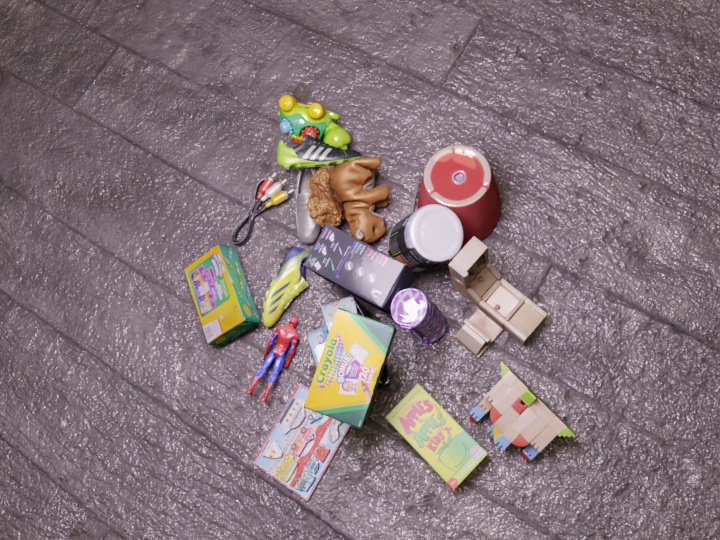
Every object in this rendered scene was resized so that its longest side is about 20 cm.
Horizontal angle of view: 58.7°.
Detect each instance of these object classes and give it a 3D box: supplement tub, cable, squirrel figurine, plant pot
[{"bbox_3d":[0.129,-0.063,1.365,0.122,0.200,0.123,2,84,-14],"label":"supplement tub"},{"bbox_3d":[-0.257,-0.156,1.559,0.200,0.050,0.097,-44,70,-6],"label":"cable"},{"bbox_3d":[-0.028,-0.149,1.473,0.199,0.142,0.188,-7,89,-9],"label":"squirrel figurine"},{"bbox_3d":[0.216,-0.172,1.411,0.199,0.177,0.202,-3,73,9],"label":"plant pot"}]

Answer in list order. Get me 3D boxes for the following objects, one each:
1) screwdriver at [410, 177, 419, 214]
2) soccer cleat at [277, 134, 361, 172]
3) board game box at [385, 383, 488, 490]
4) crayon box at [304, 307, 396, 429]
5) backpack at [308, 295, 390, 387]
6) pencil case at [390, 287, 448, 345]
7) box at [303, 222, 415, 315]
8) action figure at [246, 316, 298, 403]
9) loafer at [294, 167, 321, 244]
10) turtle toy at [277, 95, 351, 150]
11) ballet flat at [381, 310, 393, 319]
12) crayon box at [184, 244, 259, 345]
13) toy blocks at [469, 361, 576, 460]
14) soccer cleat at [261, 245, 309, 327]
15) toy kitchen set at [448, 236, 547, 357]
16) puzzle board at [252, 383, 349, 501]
[{"bbox_3d":[0.119,-0.123,1.496,0.028,0.029,0.201,8,72,13],"label":"screwdriver"},{"bbox_3d":[-0.096,-0.278,1.497,0.199,0.068,0.082,-5,88,-9],"label":"soccer cleat"},{"bbox_3d":[0.157,0.345,1.333,0.102,0.048,0.200,-45,71,-4],"label":"board game box"},{"bbox_3d":[-0.018,0.186,1.229,0.118,0.058,0.201,18,87,10],"label":"crayon box"},{"bbox_3d":[-0.027,0.159,1.354,0.150,0.178,0.201,-13,79,4],"label":"backpack"},{"bbox_3d":[0.123,0.099,1.339,0.083,0.200,0.086,11,77,24],"label":"pencil case"},{"bbox_3d":[0.000,0.000,1.355,0.199,0.122,0.106,28,86,20],"label":"box"},{"bbox_3d":[-0.189,0.195,1.442,0.065,0.052,0.201,22,74,10],"label":"action figure"},{"bbox_3d":[-0.128,-0.163,1.527,0.069,0.070,0.201,-5,72,9],"label":"loafer"},{"bbox_3d":[-0.113,-0.350,1.556,0.199,0.146,0.102,19,98,12],"label":"turtle toy"},{"bbox_3d":[0.048,0.025,1.439,0.068,0.068,0.201,-30,71,2],"label":"ballet flat"},{"bbox_3d":[-0.321,0.056,1.476,0.118,0.058,0.201,-32,68,22],"label":"crayon box"},{"bbox_3d":[0.314,0.306,1.302,0.137,0.100,0.200,-47,70,7],"label":"toy blocks"},{"bbox_3d":[-0.167,0.041,1.478,0.083,0.065,0.201,20,80,4],"label":"soccer cleat"},{"bbox_3d":[0.260,0.076,1.326,0.200,0.180,0.163,41,85,20],"label":"toy kitchen set"},{"bbox_3d":[-0.126,0.371,1.394,0.150,0.017,0.201,28,80,17],"label":"puzzle board"}]
